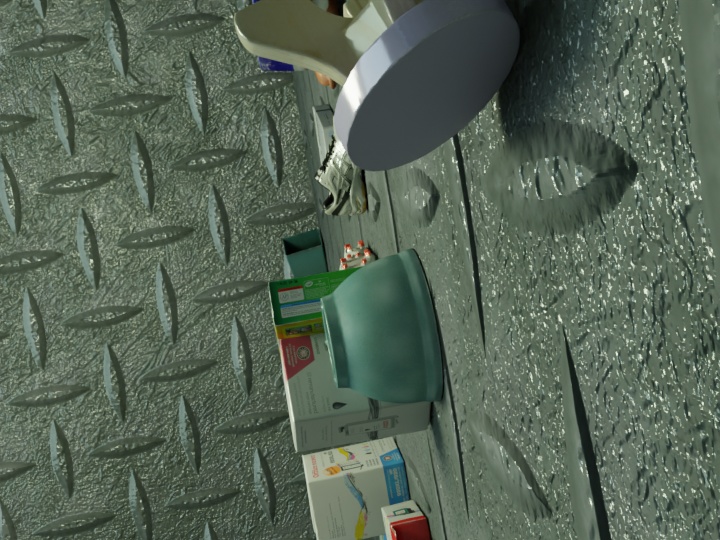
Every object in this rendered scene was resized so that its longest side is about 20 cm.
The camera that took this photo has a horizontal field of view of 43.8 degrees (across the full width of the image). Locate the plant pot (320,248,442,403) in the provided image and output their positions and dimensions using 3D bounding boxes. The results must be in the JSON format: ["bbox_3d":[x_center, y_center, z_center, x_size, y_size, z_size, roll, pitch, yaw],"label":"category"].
[{"bbox_3d":[0.020,0.083,1.174,0.200,0.132,0.204,170,90,-85],"label":"plant pot"}]

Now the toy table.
[{"bbox_3d":[0.022,-0.158,0.589,0.118,0.182,0.200,61,162,12],"label":"toy table"}]

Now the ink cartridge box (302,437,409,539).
[{"bbox_3d":[-0.008,0.447,1.818,0.147,0.197,0.147,-127,27,-77],"label":"ink cartridge box"}]

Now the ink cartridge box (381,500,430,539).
[{"bbox_3d":[0.087,0.486,1.577,0.200,0.066,0.118,149,110,-85],"label":"ink cartridge box"}]

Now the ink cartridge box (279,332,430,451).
[{"bbox_3d":[-0.009,0.163,1.289,0.083,0.197,0.148,91,168,-49],"label":"ink cartridge box"}]

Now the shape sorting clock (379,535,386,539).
[{"bbox_3d":[0.074,0.693,2.273,0.200,0.039,0.203,171,90,-84],"label":"shape sorting clock"}]

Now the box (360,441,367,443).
[{"bbox_3d":[0.027,0.432,2.231,0.159,0.050,0.202,90,169,-58],"label":"box"}]

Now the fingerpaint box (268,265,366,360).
[{"bbox_3d":[-0.033,0.062,1.355,0.167,0.197,0.074,91,169,-67],"label":"fingerpaint box"}]

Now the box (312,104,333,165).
[{"bbox_3d":[-0.066,-0.265,1.966,0.200,0.040,0.158,-109,10,-66],"label":"box"}]

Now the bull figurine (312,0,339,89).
[{"bbox_3d":[-0.058,-0.406,1.480,0.122,0.064,0.203,-94,2,-68],"label":"bull figurine"}]

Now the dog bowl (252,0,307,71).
[{"bbox_3d":[-0.130,-0.436,1.493,0.200,0.077,0.204,-2,-90,-89],"label":"dog bowl"}]

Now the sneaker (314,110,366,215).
[{"bbox_3d":[-0.040,-0.185,1.578,0.076,0.086,0.203,-107,10,-64],"label":"sneaker"}]

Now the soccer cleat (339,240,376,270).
[{"bbox_3d":[0.000,0.000,1.645,0.200,0.068,0.079,-91,-13,-77],"label":"soccer cleat"}]

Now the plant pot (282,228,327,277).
[{"bbox_3d":[-0.190,-0.020,3.323,0.142,0.139,0.202,-109,3,-61],"label":"plant pot"}]
